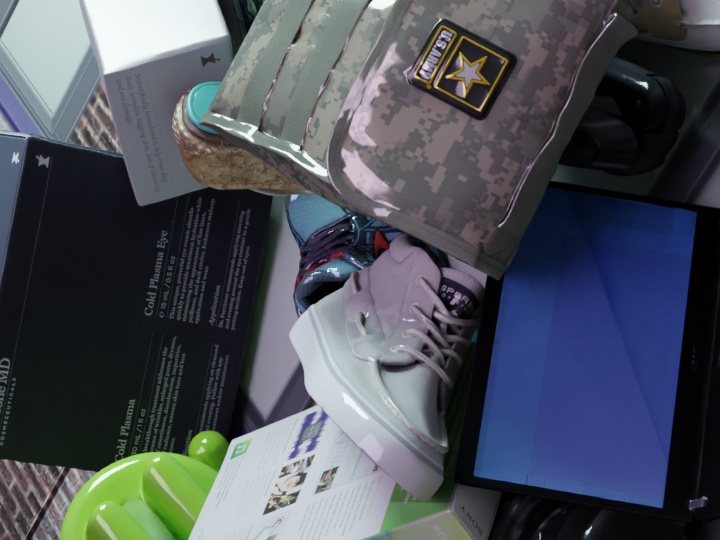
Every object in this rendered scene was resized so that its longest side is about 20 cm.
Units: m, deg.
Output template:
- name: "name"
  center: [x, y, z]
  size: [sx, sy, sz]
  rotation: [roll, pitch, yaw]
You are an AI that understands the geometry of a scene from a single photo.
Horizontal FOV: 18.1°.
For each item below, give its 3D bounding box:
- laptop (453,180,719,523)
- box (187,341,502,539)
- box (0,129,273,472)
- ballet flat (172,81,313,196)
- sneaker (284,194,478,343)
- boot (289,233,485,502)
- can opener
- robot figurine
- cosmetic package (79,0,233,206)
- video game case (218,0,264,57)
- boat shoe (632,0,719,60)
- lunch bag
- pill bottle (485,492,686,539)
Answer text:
- name: "laptop"
  center: [0.158, 0.019, 1.085]
  size: [0.200, 0.103, 0.178]
  rotation: [-24, 47, 49]
- name: "box"
  center: [-0.007, 0.117, 1.195]
  size: [0.200, 0.036, 0.145]
  rotation: [-25, 26, 33]
- name: "box"
  center: [-0.172, 0.024, 1.429]
  size: [0.104, 0.182, 0.201]
  rotation: [10, 88, 54]
- name: "ballet flat"
  center: [-0.010, -0.068, 1.300]
  size: [0.065, 0.199, 0.071]
  rotation: [104, 173, -53]
- name: "sneaker"
  center: [0.000, 0.000, 1.309]
  size: [0.079, 0.095, 0.200]
  rotation: [-54, 47, 21]
- name: "boot"
  center: [0.024, 0.038, 1.146]
  size: [0.096, 0.074, 0.200]
  rotation: [-46, 24, 5]
- name: "can opener"
  center: [0.108, -0.101, 1.239]
  size: [0.200, 0.078, 0.064]
  rotation: [38, 115, 57]
- name: "robot figurine"
  center: [-0.123, 0.182, 1.357]
  size: [0.116, 0.175, 0.200]
  rotation: [43, 158, 12]
- name: "cosmetic package"
  center: [-0.127, -0.149, 1.375]
  size: [0.200, 0.081, 0.113]
  rotation: [-109, 6, -46]
- name: "video game case"
  center: [-0.066, -0.183, 1.372]
  size: [0.182, 0.023, 0.201]
  rotation: [-141, 34, -62]
- name: "boat shoe"
  center: [0.156, -0.153, 1.187]
  size: [0.200, 0.068, 0.075]
  rotation: [2, 83, 49]
- name: "lunch bag"
  center: [0.037, -0.101, 1.157]
  size: [0.200, 0.117, 0.165]
  rotation: [27, 88, 47]
- name: "pill bottle"
  center: [0.071, 0.165, 1.177]
  size: [0.200, 0.112, 0.112]
  rotation: [-12, 72, 47]
